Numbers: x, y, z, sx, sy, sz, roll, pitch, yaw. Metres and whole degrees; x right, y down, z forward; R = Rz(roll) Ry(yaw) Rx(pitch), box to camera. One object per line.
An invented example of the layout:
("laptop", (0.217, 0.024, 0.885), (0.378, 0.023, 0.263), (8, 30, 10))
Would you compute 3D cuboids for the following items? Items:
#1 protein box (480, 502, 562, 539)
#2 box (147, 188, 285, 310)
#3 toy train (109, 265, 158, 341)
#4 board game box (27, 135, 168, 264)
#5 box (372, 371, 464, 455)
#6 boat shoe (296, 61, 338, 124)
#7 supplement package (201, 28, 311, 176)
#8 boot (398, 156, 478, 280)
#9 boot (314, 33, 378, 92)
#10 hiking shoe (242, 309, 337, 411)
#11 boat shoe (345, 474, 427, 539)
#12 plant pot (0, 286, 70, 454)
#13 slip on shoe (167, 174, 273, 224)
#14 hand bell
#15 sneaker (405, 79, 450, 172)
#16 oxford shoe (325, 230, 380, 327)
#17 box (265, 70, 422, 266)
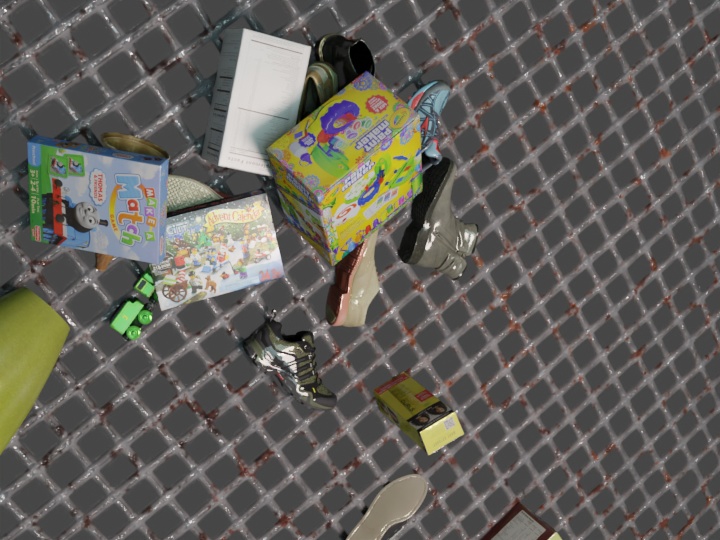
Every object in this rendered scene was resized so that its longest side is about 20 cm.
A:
("protein box", (0.320, 0.609, 1.783), (0.199, 0.135, 0.199), (-40, 113, -9))
("box", (-0.226, -0.032, 1.395), (0.197, 0.038, 0.139), (-16, 109, -11))
("toy train", (-0.320, 0.019, 1.430), (0.056, 0.042, 0.201), (36, 87, -15))
("board game box", (-0.375, -0.100, 1.310), (0.197, 0.037, 0.153), (10, 115, 5))
("box", (0.095, 0.241, 1.567), (0.075, 0.200, 0.051), (-27, 111, -13))
("boat shoe", (-0.075, -0.220, 1.433), (0.071, 0.076, 0.203), (7, 120, 17))
("supplement package", (-0.162, -0.253, 1.393), (0.112, 0.109, 0.203), (9, 98, -25))
("boot", (0.154, -0.090, 1.598), (0.129, 0.068, 0.203), (12, 104, -29))
("boot", (0.003, -0.275, 1.443), (0.077, 0.138, 0.201), (-38, 115, -11))
("hiking shoe", (-0.098, 0.156, 1.534), (0.200, 0.076, 0.101), (41, 88, -24))
("boat shoe", (0.047, 0.457, 1.687), (0.200, 0.072, 0.063), (-44, 158, -14))
("plant pot", (-0.520, 0.127, 1.309), (0.188, 0.186, 0.201), (49, 67, -24))
("slip on shoe", (-0.232, -0.096, 1.428), (0.198, 0.061, 0.075), (19, 101, -21))
("hand bell", (-0.362, -0.093, 1.372), (0.103, 0.104, 0.202), (12, 109, -25))
("sneaker", (0.108, -0.214, 1.517), (0.079, 0.095, 0.202), (19, 100, -57))
("oxford shoe", (0.000, 0.000, 1.549), (0.073, 0.071, 0.203), (10, 108, -29))
("box", (-0.016, -0.151, 1.380), (0.199, 0.122, 0.193), (-40, 155, -16))
